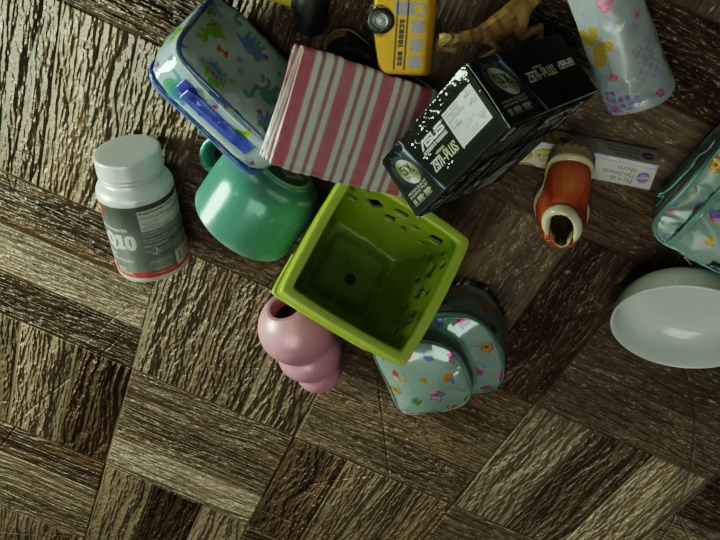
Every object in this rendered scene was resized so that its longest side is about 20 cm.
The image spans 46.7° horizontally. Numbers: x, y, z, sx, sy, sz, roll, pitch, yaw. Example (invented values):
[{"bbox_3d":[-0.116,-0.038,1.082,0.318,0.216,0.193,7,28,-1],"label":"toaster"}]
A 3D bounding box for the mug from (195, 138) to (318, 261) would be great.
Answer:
[{"bbox_3d":[-0.147,-0.115,1.150,0.185,0.152,0.114,36,121,-11],"label":"mug"}]

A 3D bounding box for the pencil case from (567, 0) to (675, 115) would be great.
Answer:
[{"bbox_3d":[0.293,-0.277,0.945,0.083,0.091,0.200,22,146,55],"label":"pencil case"}]

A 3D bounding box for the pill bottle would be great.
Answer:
[{"bbox_3d":[-0.328,-0.092,1.244,0.114,0.114,0.200,5,128,12],"label":"pill bottle"}]

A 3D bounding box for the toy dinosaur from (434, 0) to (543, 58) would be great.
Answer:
[{"bbox_3d":[0.184,-0.296,0.963,0.200,0.060,0.106,-36,149,6],"label":"toy dinosaur"}]

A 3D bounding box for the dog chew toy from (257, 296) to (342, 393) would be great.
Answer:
[{"bbox_3d":[-0.087,0.123,1.350,0.124,0.125,0.200,-5,135,19],"label":"dog chew toy"}]

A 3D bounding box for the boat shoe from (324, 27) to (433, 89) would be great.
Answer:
[{"bbox_3d":[0.033,-0.229,1.069,0.200,0.062,0.075,37,126,-16],"label":"boat shoe"}]

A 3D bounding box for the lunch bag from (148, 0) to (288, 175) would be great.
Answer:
[{"bbox_3d":[-0.160,-0.230,1.052,0.082,0.161,0.200,-27,122,38],"label":"lunch bag"}]

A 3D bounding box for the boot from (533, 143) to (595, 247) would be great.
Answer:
[{"bbox_3d":[0.259,-0.065,1.082,0.075,0.107,0.200,7,155,14],"label":"boot"}]

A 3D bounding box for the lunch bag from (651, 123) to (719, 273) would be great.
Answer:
[{"bbox_3d":[0.468,-0.090,1.046,0.160,0.077,0.200,25,130,-5],"label":"lunch bag"}]

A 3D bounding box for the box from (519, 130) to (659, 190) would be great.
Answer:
[{"bbox_3d":[0.280,-0.150,1.076,0.199,0.039,0.042,13,132,5],"label":"box"}]

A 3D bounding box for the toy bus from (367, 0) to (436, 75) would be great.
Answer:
[{"bbox_3d":[0.049,-0.332,0.961,0.078,0.065,0.201,2,117,-1],"label":"toy bus"}]

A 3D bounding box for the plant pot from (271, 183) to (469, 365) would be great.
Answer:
[{"bbox_3d":[0.000,0.000,1.156,0.199,0.200,0.181,32,168,-11],"label":"plant pot"}]

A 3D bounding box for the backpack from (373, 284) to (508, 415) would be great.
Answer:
[{"bbox_3d":[0.122,0.119,1.265,0.199,0.153,0.176,-16,117,17],"label":"backpack"}]

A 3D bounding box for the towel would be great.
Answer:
[{"bbox_3d":[-0.011,-0.179,1.022,0.200,0.030,0.147,12,107,-26],"label":"towel"}]

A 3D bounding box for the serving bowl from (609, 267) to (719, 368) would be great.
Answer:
[{"bbox_3d":[0.454,0.057,1.161,0.200,0.066,0.200,13,146,9],"label":"serving bowl"}]

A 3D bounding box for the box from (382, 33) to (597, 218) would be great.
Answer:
[{"bbox_3d":[0.146,-0.166,0.973,0.086,0.164,0.200,58,145,9],"label":"box"}]

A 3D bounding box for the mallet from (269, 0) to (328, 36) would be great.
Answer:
[{"bbox_3d":[-0.134,-0.341,1.047,0.199,0.041,0.066,12,132,13],"label":"mallet"}]
